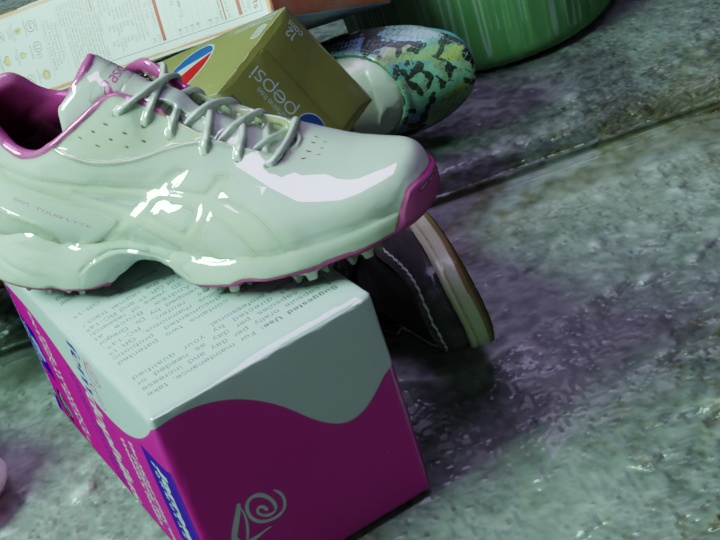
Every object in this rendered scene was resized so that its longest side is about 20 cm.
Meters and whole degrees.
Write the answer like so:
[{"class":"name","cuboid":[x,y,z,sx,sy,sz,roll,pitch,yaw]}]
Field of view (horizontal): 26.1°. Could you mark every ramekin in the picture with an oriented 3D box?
[{"class":"ramekin","cuboid":[0.070,-0.207,1.003,0.200,0.098,0.200,-13,31,8]}]

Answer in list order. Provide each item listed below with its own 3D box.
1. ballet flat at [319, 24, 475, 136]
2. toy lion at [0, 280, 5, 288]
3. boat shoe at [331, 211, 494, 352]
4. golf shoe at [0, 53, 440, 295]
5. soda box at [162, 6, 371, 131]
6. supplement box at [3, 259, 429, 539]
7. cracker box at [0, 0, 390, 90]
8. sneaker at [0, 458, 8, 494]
[{"class":"ballet flat","cuboid":[-0.029,-0.094,0.900,0.200,0.074,0.074,-7,30,35]},{"class":"toy lion","cuboid":[-0.217,-0.007,0.805,0.192,0.069,0.200,1,-5,-36]},{"class":"boat shoe","cuboid":[-0.001,-0.001,0.736,0.066,0.072,0.201,-29,26,-8]},{"class":"golf shoe","cuboid":[-0.070,-0.042,0.612,0.200,0.092,0.075,-4,31,18]},{"class":"soda box","cuboid":[-0.086,-0.074,0.822,0.200,0.068,0.064,-10,41,54]},{"class":"supplement box","cuboid":[-0.071,0.038,0.671,0.103,0.101,0.200,-30,32,-20]},{"class":"cracker box","cuboid":[-0.101,-0.151,0.908,0.200,0.058,0.134,-12,6,31]},{"class":"sneaker","cuboid":[-0.262,0.078,0.718,0.200,0.089,0.081,-4,34,24]}]
